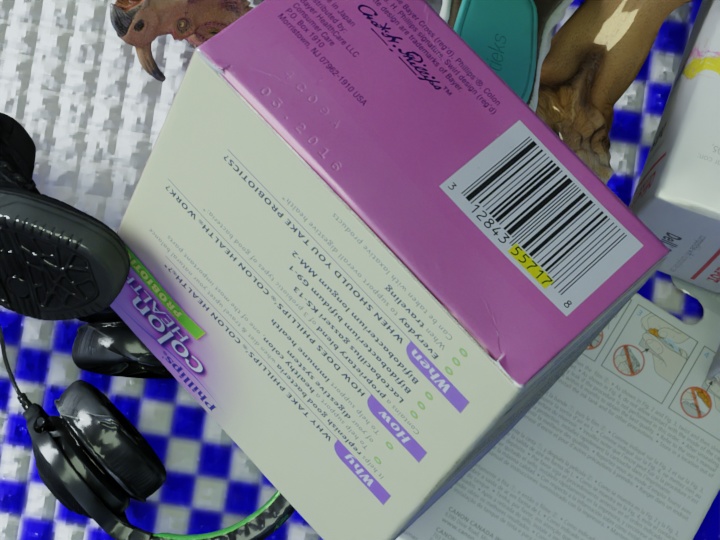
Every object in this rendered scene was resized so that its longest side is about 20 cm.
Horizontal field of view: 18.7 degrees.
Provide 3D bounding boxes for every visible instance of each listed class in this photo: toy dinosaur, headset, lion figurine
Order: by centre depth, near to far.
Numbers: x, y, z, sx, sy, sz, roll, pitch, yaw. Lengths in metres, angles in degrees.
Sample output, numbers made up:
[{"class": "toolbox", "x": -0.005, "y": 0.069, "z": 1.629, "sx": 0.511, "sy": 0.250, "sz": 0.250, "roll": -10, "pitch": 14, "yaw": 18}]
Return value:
[{"class": "lion figurine", "x": 0.114, "y": -0.104, "z": 0.986, "sx": 0.072, "sy": 0.122, "sz": 0.201, "roll": 25, "pitch": 93, "yaw": -4}, {"class": "headset", "x": -0.114, "y": 0.053, "z": 0.988, "sx": 0.199, "sy": 0.094, "sz": 0.124, "roll": 20, "pitch": 83, "yaw": 9}, {"class": "toy dinosaur", "x": -0.021, "y": -0.146, "z": 1.025, "sx": 0.199, "sy": 0.086, "sz": 0.136, "roll": 8, "pitch": 93, "yaw": -16}]

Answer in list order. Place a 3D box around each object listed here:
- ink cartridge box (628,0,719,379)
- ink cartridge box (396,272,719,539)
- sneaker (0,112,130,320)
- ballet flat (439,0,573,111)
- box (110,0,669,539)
[{"class": "ink cartridge box", "x": 0.170, "y": -0.062, "z": 0.984, "sx": 0.067, "sy": 0.117, "sz": 0.201, "roll": 20, "pitch": 77, "yaw": 2}, {"class": "ink cartridge box", "x": 0.091, "y": 0.072, "z": 1.022, "sx": 0.162, "sy": 0.050, "sz": 0.200, "roll": 32, "pitch": 66, "yaw": 5}, {"class": "sneaker", "x": -0.169, "y": -0.037, "z": 0.966, "sx": 0.199, "sy": 0.060, "sz": 0.104, "roll": 5, "pitch": 41, "yaw": 29}, {"class": "ballet flat", "x": 0.059, "y": -0.113, "z": 0.962, "sx": 0.069, "sy": 0.070, "sz": 0.201, "roll": 19, "pitch": 47, "yaw": 2}, {"class": "box", "x": 0.000, "y": 0.000, "z": 0.893, "sx": 0.176, "sy": 0.200, "sz": 0.097, "roll": 46, "pitch": 57, "yaw": 8}]
